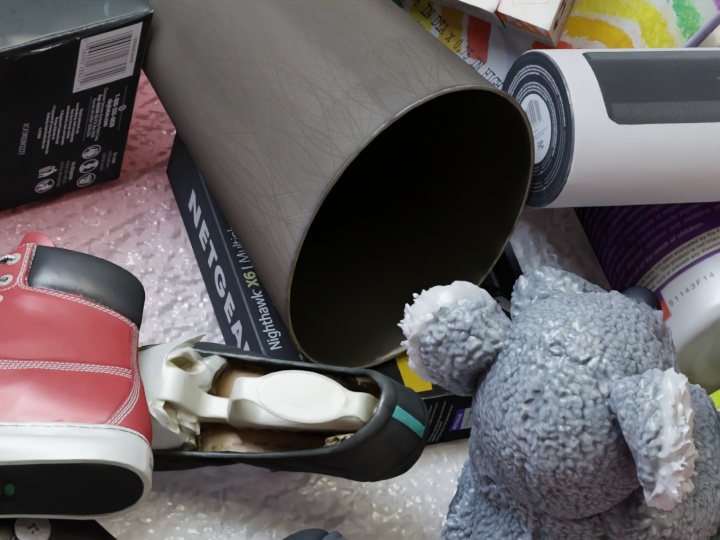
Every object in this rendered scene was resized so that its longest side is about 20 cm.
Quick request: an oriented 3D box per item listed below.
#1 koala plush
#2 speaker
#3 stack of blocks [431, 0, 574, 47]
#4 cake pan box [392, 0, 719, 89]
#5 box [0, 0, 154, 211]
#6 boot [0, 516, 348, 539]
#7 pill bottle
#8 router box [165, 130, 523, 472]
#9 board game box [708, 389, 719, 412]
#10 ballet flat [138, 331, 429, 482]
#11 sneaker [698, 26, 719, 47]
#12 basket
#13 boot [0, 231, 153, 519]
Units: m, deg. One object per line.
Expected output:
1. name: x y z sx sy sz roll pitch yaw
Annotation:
1. koala plush: 0.107 0.079 1.330 0.177 0.200 0.184 29 75 22
2. speaker: 0.174 -0.074 1.444 0.199 0.081 0.081 -2 55 -25
3. stack of blocks: 0.029 -0.206 1.458 0.199 0.059 0.116 23 89 9
4. cake pan box: 0.096 -0.176 1.503 0.184 0.052 0.200 -42 82 2
5. box: -0.212 -0.150 1.495 0.124 0.149 0.200 -18 61 -25
6. boot: -0.125 0.133 1.372 0.200 0.066 0.165 33 50 16
7. pill bottle: 0.174 -0.040 1.545 0.111 0.112 0.200 -10 58 -22
8. router box: 0.000 0.000 1.505 0.157 0.052 0.200 -8 57 -20
9. board game box: 0.239 0.148 1.467 0.101 0.048 0.200 -27 65 -30
10. ballet flat: -0.065 0.062 1.385 0.199 0.068 0.068 1 68 16
11. sneaker: 0.292 -0.139 1.656 0.200 0.073 0.112 -40 74 -5
12. basket: -0.024 -0.083 1.431 0.136 0.181 0.200 -10 47 -33
13. boot: -0.199 0.043 1.341 0.199 0.073 0.145 3 52 -12
